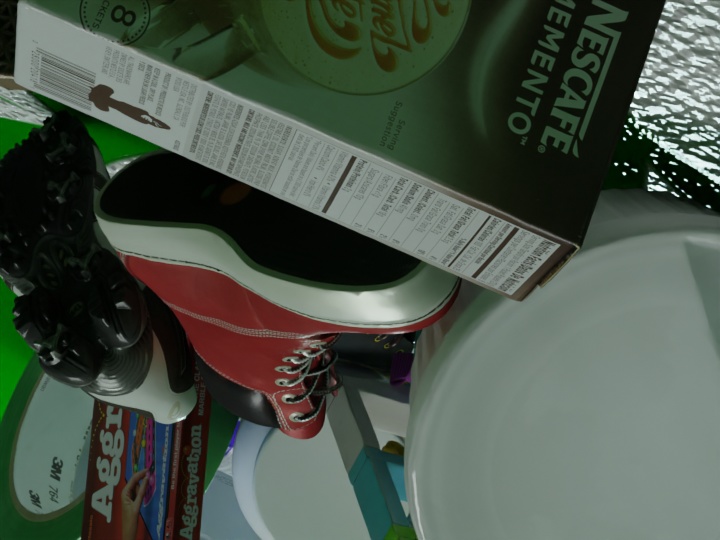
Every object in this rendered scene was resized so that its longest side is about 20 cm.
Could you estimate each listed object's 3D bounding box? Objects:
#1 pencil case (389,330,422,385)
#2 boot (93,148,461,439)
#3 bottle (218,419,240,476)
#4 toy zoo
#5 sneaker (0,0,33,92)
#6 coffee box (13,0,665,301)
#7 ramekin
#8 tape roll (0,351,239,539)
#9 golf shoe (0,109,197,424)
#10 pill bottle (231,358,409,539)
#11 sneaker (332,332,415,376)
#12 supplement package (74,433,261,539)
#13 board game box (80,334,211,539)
[{"bbox_3d":[0.121,0.057,1.010,0.199,0.085,0.093,26,131,-7],"label":"pencil case"},{"bbox_3d":[-0.016,0.024,0.906,0.199,0.072,0.145,12,140,45],"label":"boot"},{"bbox_3d":[-0.039,0.130,1.439,0.199,0.066,0.083,28,162,-17],"label":"bottle"},{"bbox_3d":[0.056,0.108,0.976,0.130,0.021,0.200,17,-156,-22],"label":"toy zoo"},{"bbox_3d":[-0.123,-0.093,0.900,0.198,0.071,0.076,20,163,8],"label":"sneaker"},{"bbox_3d":[-0.006,-0.085,0.715,0.198,0.115,0.080,23,162,-4],"label":"coffee box"},{"bbox_3d":[0.111,0.059,0.870,0.201,0.203,0.094,28,-165,-19],"label":"ramekin"},{"bbox_3d":[-0.146,0.089,1.227,0.048,0.202,0.200,31,160,-31],"label":"tape roll"},{"bbox_3d":[-0.134,0.003,1.032,0.094,0.077,0.201,44,-164,-41],"label":"golf shoe"},{"bbox_3d":[-0.015,0.103,1.161,0.112,0.113,0.200,23,-176,-2],"label":"pill bottle"},{"bbox_3d":[0.000,0.000,1.042,0.105,0.076,0.200,16,166,-17],"label":"sneaker"},{"bbox_3d":[-0.149,0.210,1.647,0.198,0.157,0.111,24,162,-6],"label":"supplement package"},{"bbox_3d":[-0.109,0.053,1.096,0.019,0.202,0.103,9,171,-32],"label":"board game box"}]
